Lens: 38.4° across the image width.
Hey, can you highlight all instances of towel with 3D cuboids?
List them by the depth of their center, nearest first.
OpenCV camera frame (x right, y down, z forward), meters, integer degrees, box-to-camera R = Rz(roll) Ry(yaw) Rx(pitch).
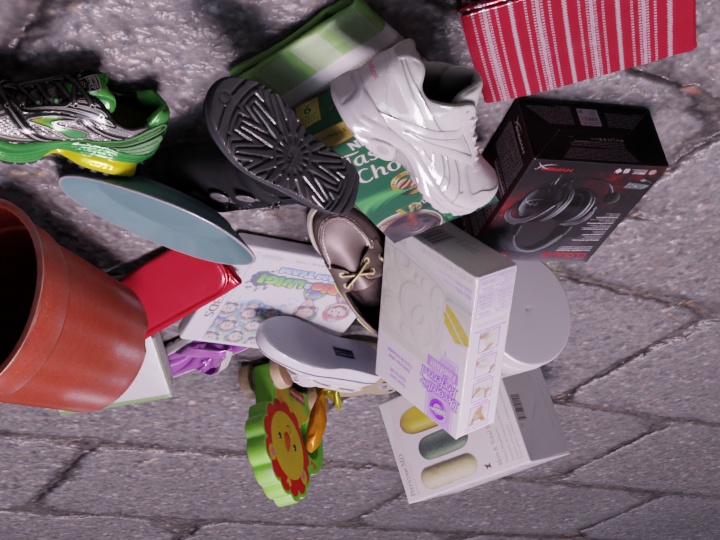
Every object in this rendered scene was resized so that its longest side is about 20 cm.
[{"bbox_3d":[0.191,-0.210,0.887,0.199,0.023,0.145,-13,152,12],"label":"towel"},{"bbox_3d":[-0.004,-0.158,0.927,0.149,0.031,0.200,-27,144,25],"label":"towel"}]

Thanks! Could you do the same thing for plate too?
[{"bbox_3d":[-0.190,-0.055,0.986,0.199,0.026,0.200,18,167,4],"label":"plate"}]

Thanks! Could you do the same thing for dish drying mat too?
[{"bbox_3d":[-0.230,0.031,1.148,0.199,0.018,0.077,-28,111,23],"label":"dish drying mat"}]

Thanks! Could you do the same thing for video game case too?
[{"bbox_3d":[-0.089,0.034,1.213,0.199,0.024,0.182,10,138,-30],"label":"video game case"}]

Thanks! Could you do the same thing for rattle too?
[{"bbox_3d":[0.022,0.173,1.403,0.199,0.143,0.131,17,124,-28],"label":"rattle"}]

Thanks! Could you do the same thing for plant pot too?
[{"bbox_3d":[-0.331,0.053,1.046,0.200,0.202,0.195,-21,155,20],"label":"plant pot"}]

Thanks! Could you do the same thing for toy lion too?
[{"bbox_3d":[-0.101,0.227,1.400,0.068,0.193,0.200,-17,150,16],"label":"toy lion"}]

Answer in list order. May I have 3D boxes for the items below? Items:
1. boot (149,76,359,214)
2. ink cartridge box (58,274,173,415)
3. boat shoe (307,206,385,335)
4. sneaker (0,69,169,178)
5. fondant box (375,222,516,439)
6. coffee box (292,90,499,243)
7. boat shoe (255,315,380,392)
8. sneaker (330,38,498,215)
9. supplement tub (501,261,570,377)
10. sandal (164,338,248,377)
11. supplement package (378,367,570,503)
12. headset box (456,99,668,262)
[{"bbox_3d":[-0.120,-0.101,0.893,0.199,0.066,0.165,9,156,49],"label":"boot"},{"bbox_3d":[-0.316,0.080,1.233,0.144,0.048,0.201,-9,126,0],"label":"ink cartridge box"},{"bbox_3d":[0.000,0.000,1.134,0.071,0.060,0.200,-23,138,4],"label":"boat shoe"},{"bbox_3d":[-0.253,-0.138,0.853,0.199,0.078,0.085,3,143,-38],"label":"sneaker"},{"bbox_3d":[0.085,0.055,1.094,0.058,0.144,0.201,-19,126,-32],"label":"fondant box"},{"bbox_3d":[0.035,-0.104,0.951,0.122,0.044,0.200,-21,145,18],"label":"coffee box"},{"bbox_3d":[-0.056,0.113,1.249,0.199,0.074,0.065,24,126,-39],"label":"boat shoe"},{"bbox_3d":[0.070,-0.115,0.839,0.099,0.078,0.200,-34,142,22],"label":"sneaker"},{"bbox_3d":[0.133,0.065,1.201,0.131,0.133,0.200,8,161,-27],"label":"supplement tub"},{"bbox_3d":[-0.201,0.112,1.316,0.202,0.050,0.082,-25,147,26],"label":"sandal"},{"bbox_3d":[0.163,0.227,1.480,0.199,0.153,0.150,-26,163,28],"label":"supplement package"},{"bbox_3d":[0.195,-0.080,1.061,0.148,0.078,0.200,2,148,-18],"label":"headset box"}]
